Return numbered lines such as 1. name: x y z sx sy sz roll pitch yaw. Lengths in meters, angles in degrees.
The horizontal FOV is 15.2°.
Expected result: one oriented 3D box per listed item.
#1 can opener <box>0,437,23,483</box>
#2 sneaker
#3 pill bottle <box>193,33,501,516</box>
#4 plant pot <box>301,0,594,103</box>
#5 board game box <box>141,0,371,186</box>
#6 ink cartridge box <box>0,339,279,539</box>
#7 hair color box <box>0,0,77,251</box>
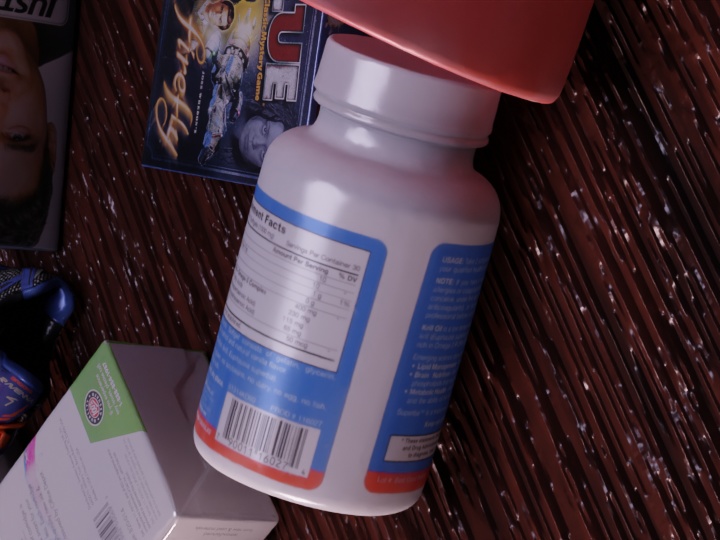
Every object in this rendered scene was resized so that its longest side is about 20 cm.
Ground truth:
1. can opener: -0.234 0.070 1.553 0.067 0.053 0.200 -26 62 11
2. sneaker: -0.213 0.073 1.453 0.078 0.075 0.200 -14 48 39
3. pill bottle: 0.000 0.000 1.221 0.112 0.112 0.200 29 108 47
4. plant pot: 0.036 -0.193 1.154 0.200 0.200 0.177 38 105 45
5. board game box: -0.046 -0.143 1.349 0.135 0.035 0.200 11 95 50
6. ink cartridge box: -0.136 0.145 1.400 0.200 0.067 0.117 -51 49 33
7. hair color box: -0.216 -0.114 1.499 0.061 0.099 0.200 4 90 49
